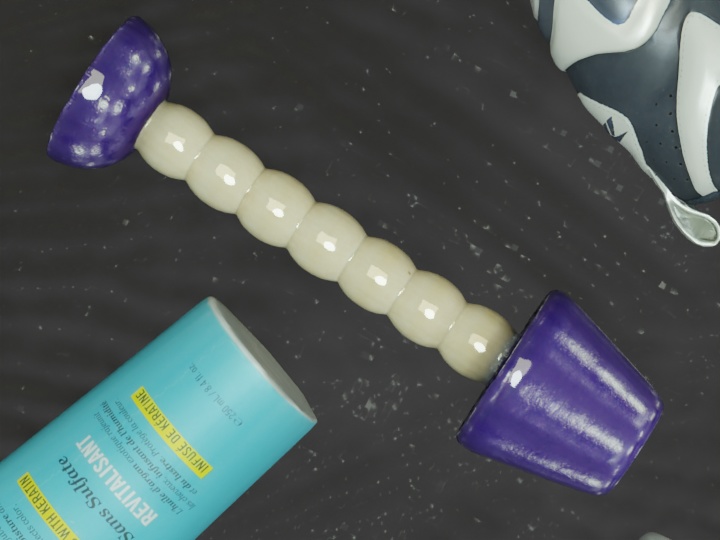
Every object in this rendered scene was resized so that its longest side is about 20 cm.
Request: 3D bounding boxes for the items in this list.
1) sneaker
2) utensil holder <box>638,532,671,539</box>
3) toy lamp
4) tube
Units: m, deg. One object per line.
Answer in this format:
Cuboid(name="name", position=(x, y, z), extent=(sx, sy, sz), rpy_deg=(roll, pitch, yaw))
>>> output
Cuboid(name="sneaker", position=(0.162, -0.075, 0.863), extent=(0.199, 0.079, 0.130), rpy_deg=(-24, 88, -1))
Cuboid(name="utensil holder", position=(0.083, 0.199, 0.806), extent=(0.170, 0.170, 0.200), rpy_deg=(39, 86, 2))
Cuboid(name="toy lamp", position=(0.000, 0.000, 0.872), extent=(0.200, 0.058, 0.058), rpy_deg=(32, 88, 4))
Cuboid(name="tube", position=(-0.103, 0.091, 0.876), extent=(0.200, 0.050, 0.077), rpy_deg=(-42, 80, 3))
